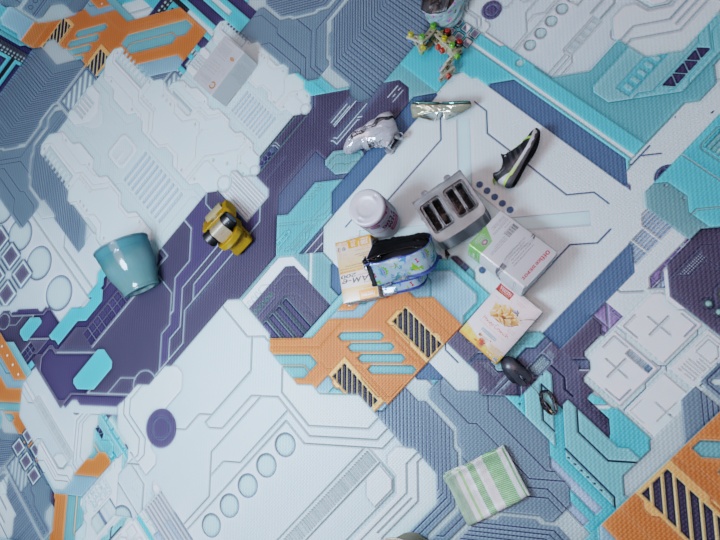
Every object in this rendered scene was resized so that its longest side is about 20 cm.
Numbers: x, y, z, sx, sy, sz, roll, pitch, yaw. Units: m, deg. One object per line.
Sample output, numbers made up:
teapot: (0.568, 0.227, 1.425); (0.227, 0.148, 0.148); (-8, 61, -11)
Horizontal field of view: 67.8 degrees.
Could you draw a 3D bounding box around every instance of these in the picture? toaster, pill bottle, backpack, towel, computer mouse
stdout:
toaster: (0.274, -0.172, 1.599); (0.180, 0.119, 0.201); (-33, 72, 13)
pill bottle: (0.050, -0.167, 1.637); (0.113, 0.200, 0.114); (-3, 80, 20)
backpack: (0.132, -0.025, 1.593); (0.199, 0.183, 0.148); (-15, 112, 22)
towel: (0.349, 0.598, 1.494); (0.199, 0.023, 0.153); (-32, 72, 13)
computer mouse: (0.469, 0.319, 1.486); (0.059, 0.034, 0.200); (-47, 72, 6)
backpack: (0.277, -0.887, 1.712); (0.166, 0.126, 0.201); (18, 89, 34)

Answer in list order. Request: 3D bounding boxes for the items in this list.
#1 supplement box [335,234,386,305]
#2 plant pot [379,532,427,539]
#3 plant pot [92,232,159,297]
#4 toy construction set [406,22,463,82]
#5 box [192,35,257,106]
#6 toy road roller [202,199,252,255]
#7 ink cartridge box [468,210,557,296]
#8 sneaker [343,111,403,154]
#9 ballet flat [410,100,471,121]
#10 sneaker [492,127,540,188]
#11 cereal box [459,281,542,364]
supplement box: (0.000, 0.000, 1.697); (0.125, 0.073, 0.202); (-13, 77, 19)
plant pot: (0.121, 0.808, 1.459); (0.199, 0.183, 0.202); (-3, 80, 20)
plant pot: (-0.840, -0.010, 1.961); (0.199, 0.200, 0.189); (-26, 88, 15)
toy construction set: (0.249, -0.705, 1.710); (0.131, 0.092, 0.201); (-30, 79, -12)
box: (-0.505, -0.742, 1.998); (0.124, 0.097, 0.200); (43, 97, 21)
toy road roller: (-0.465, -0.141, 1.889); (0.123, 0.146, 0.200); (-43, 32, 10)
ink cartridge box: (0.428, -0.048, 1.520); (0.145, 0.084, 0.200); (-44, 68, -9)
sneaker: (0.044, -0.420, 1.749); (0.199, 0.075, 0.115); (-34, 68, 9)
ballet flat: (0.256, -0.507, 1.701); (0.199, 0.067, 0.063); (8, 112, 25)
sneaker: (0.456, -0.340, 1.582); (0.083, 0.072, 0.201); (31, 93, 23)
cereal box: (0.402, 0.148, 1.539); (0.144, 0.039, 0.200); (41, 97, 21)
